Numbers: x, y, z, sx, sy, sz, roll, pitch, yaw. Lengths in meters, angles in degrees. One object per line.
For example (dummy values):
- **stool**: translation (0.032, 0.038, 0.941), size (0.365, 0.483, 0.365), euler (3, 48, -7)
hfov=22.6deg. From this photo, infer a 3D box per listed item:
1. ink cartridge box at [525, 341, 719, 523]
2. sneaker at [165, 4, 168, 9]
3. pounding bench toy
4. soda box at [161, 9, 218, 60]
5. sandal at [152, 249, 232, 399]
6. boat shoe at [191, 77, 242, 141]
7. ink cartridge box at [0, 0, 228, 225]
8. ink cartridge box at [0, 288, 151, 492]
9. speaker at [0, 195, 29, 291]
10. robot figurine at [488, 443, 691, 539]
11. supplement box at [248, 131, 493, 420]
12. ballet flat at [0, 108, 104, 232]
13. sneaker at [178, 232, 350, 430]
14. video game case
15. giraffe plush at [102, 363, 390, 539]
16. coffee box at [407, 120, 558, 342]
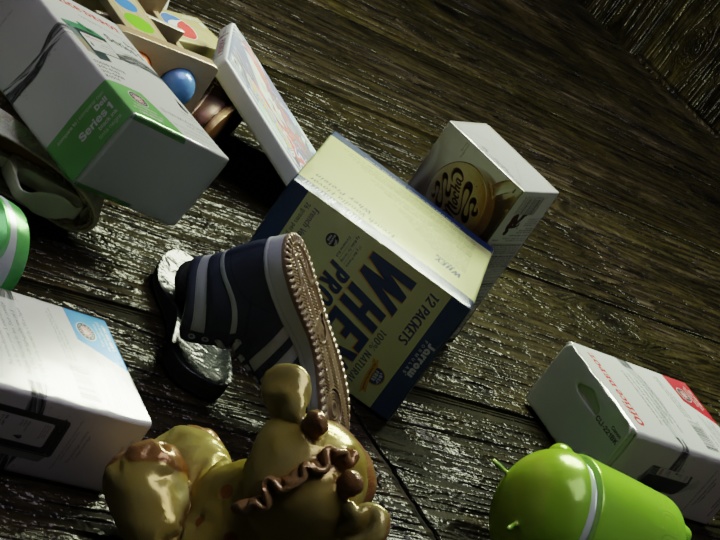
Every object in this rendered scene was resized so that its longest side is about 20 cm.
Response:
- **ink cartridge box**: translation (0.286, 0.168, 1.860), size (0.199, 0.084, 0.145), euler (21, 25, -40)
- **sneaker**: translation (-0.265, -0.349, 2.151), size (0.088, 0.076, 0.200), euler (20, 16, -7)
- **pounding bench toy**: translation (-0.263, -0.204, 1.710), size (0.199, 0.125, 0.156), euler (17, 27, -44)
- **soda box**: translation (-0.234, -0.244, 1.948), size (0.068, 0.064, 0.199), euler (46, 20, 26)
- **sandal**: translation (-0.129, 0.034, 1.505), size (0.075, 0.048, 0.201), euler (27, 22, -24)
- **boat shoe**: translation (-0.165, -0.167, 1.880), size (0.070, 0.070, 0.200), euler (42, 10, -4)
- **ink cartridge box**: translation (-0.227, -0.146, 1.537), size (0.200, 0.084, 0.146), euler (50, 13, 29)
- **ink cartridge box**: translation (-0.249, 0.067, 1.191), size (0.199, 0.068, 0.116), euler (21, 25, -40)
- **speaker**: translation (-0.331, -0.032, 1.257), size (0.199, 0.089, 0.089), euler (16, 28, -46)
- **robot figurine**: translation (0.194, 0.223, 1.523), size (0.199, 0.116, 0.176), euler (27, 29, -26)
- **supplement box**: translation (0.000, 0.000, 1.676), size (0.199, 0.135, 0.200), euler (35, 19, -2)
- **ballet flat**: translation (-0.296, -0.092, 1.490), size (0.199, 0.068, 0.063), euler (26, 31, -28)
- **sneaker**: translation (-0.078, 0.069, 1.442), size (0.070, 0.107, 0.202), euler (-61, 140, -62)
- **video game case**: translation (-0.093, -0.158, 1.917), size (0.201, 0.023, 0.183), euler (57, 9, -17)
- **giraffe plush**: translation (-0.059, 0.147, 1.149), size (0.173, 0.162, 0.200), euler (46, 20, -8)
- **coffee box**: translation (0.092, -0.036, 1.818), size (0.113, 0.201, 0.079), euler (46, 25, 25)
